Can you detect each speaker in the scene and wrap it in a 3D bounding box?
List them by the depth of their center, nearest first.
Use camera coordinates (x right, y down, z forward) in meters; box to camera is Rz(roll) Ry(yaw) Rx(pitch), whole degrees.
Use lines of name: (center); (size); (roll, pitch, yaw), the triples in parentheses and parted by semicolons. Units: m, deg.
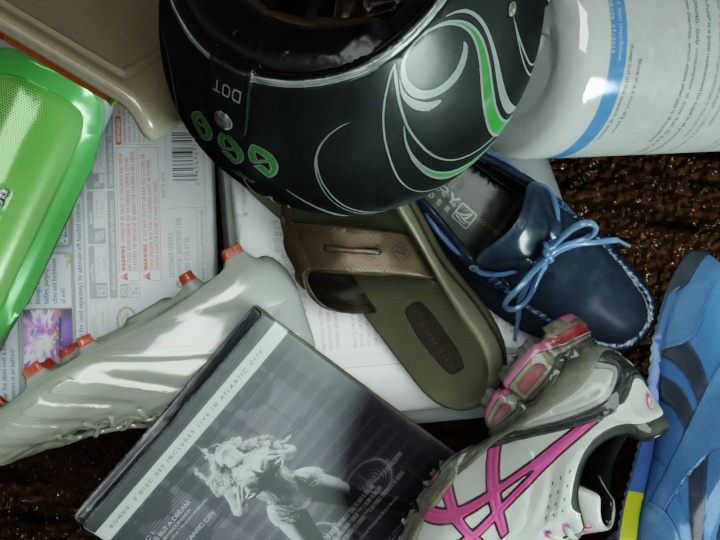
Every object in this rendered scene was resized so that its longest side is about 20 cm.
speaker: (-0.202, -0.037, 1.194); (0.088, 0.088, 0.200); (25, 85, -5)

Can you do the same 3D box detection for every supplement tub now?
supplement tub: (0.159, -0.129, 1.233); (0.200, 0.132, 0.132); (-3, 87, -32)

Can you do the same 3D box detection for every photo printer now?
photo printer: (0.023, 0.005, 1.272); (0.199, 0.069, 0.167); (-5, 88, -8)

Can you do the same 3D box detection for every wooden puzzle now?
wooden puzzle: (-0.157, -0.148, 1.169); (0.200, 0.185, 0.037); (35, 116, 4)

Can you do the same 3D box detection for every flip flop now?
flip flop: (0.000, 0.000, 1.192); (0.200, 0.081, 0.058); (53, 45, -7)

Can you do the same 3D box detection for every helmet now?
helmet: (-0.002, -0.124, 1.092); (0.199, 0.191, 0.201); (-3, 71, 10)

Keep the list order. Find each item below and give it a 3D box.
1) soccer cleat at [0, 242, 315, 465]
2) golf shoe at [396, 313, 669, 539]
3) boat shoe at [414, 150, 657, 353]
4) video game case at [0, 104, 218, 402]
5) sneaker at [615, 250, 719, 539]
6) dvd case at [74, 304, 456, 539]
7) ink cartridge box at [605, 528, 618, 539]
soccer cleat: (-0.119, 0.061, 1.198); (0.200, 0.069, 0.078); (-31, 90, 0)
golf shoe: (0.087, 0.123, 1.203); (0.092, 0.073, 0.200); (43, 124, 19)
boat shoe: (0.075, -0.016, 1.210); (0.200, 0.069, 0.084); (30, 83, -5)
video game case: (-0.172, -0.017, 1.261); (0.181, 0.045, 0.201); (-1, 87, -8)
sneaker: (0.193, 0.088, 1.220); (0.078, 0.066, 0.201); (5, 71, 21)
dvd case: (-0.040, 0.124, 1.221); (0.149, 0.016, 0.200); (-49, 129, 3)
ink cartridge box: (0.177, 0.224, 1.274); (0.200, 0.085, 0.146); (-40, 92, -9)
